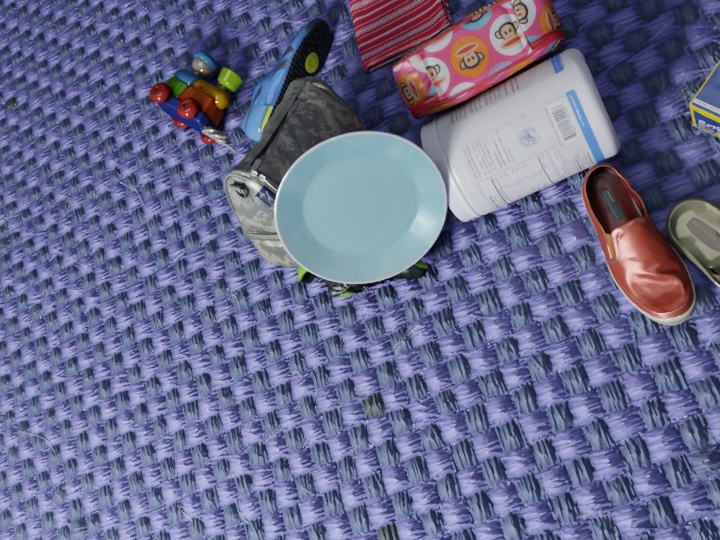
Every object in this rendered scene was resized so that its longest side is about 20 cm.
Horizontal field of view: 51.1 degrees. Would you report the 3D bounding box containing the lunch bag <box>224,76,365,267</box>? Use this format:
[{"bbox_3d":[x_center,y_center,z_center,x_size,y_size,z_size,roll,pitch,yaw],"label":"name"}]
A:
[{"bbox_3d":[-0.076,-0.122,0.951,0.138,0.168,0.201,5,54,34],"label":"lunch bag"}]

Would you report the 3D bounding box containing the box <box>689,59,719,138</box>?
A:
[{"bbox_3d":[0.438,-0.235,0.800,0.070,0.064,0.201,36,96,30],"label":"box"}]

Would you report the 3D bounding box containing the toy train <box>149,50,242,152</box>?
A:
[{"bbox_3d":[-0.220,-0.259,1.156,0.199,0.085,0.116,31,79,30],"label":"toy train"}]

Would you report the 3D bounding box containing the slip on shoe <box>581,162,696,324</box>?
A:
[{"bbox_3d":[0.298,-0.032,0.826,0.074,0.061,0.202,-28,67,17],"label":"slip on shoe"}]

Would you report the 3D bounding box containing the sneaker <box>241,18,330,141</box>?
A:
[{"bbox_3d":[-0.116,-0.284,1.109,0.078,0.066,0.201,28,91,34],"label":"sneaker"}]

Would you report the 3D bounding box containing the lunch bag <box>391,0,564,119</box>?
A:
[{"bbox_3d":[0.138,-0.256,0.910,0.199,0.176,0.083,-25,96,11],"label":"lunch bag"}]

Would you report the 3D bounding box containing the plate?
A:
[{"bbox_3d":[0.000,-0.072,0.861,0.199,0.200,0.026,-35,34,16],"label":"plate"}]

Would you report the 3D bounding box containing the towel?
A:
[{"bbox_3d":[0.047,-0.397,1.075,0.144,0.022,0.202,-20,69,24],"label":"towel"}]

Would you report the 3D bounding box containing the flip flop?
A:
[{"bbox_3d":[0.398,-0.008,0.767,0.081,0.057,0.200,-48,61,9],"label":"flip flop"}]

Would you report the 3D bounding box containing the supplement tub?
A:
[{"bbox_3d":[0.185,-0.155,0.877,0.199,0.132,0.133,-23,67,21],"label":"supplement tub"}]

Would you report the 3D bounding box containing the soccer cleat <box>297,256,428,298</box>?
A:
[{"bbox_3d":[0.000,0.000,0.981,0.199,0.067,0.082,11,92,36],"label":"soccer cleat"}]
